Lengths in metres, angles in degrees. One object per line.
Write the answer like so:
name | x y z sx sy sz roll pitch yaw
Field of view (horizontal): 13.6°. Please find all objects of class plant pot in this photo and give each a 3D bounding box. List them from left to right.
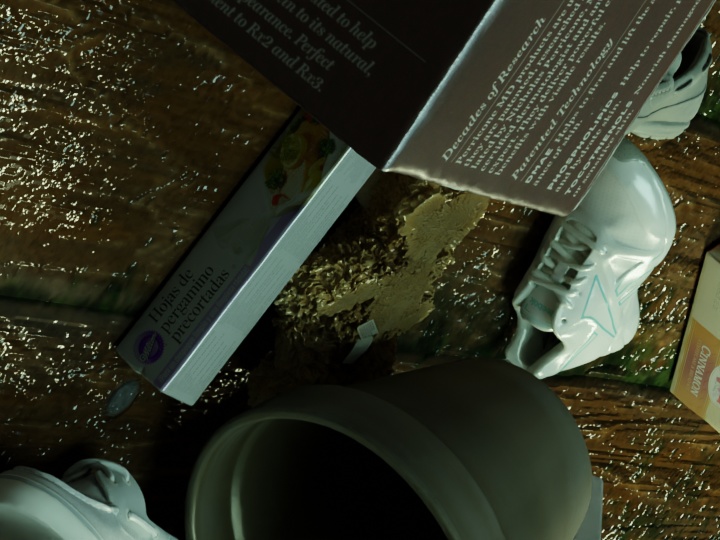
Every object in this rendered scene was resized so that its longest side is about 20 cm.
plant pot | 0.032 0.134 1.642 0.173 0.200 0.201 -31 149 -47

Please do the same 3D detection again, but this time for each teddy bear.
teddy bear | 0.000 0.000 1.635 0.144 0.067 0.200 -23 151 -28

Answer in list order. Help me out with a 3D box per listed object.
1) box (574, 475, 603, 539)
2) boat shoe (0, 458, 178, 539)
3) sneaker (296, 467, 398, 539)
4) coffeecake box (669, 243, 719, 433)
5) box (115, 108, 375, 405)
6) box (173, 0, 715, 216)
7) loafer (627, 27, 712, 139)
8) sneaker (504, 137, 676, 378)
box | 0.085 0.214 1.892 0.200 0.101 0.113 -80 -169 -58
boat shoe | -0.139 0.135 1.576 0.200 0.072 0.069 48 56 -55
sneaker | -0.053 0.139 1.739 0.200 0.074 0.087 -46 -172 -27
coffeecake box | 0.323 0.010 2.152 0.200 0.073 0.154 -34 150 -31
box | -0.046 -0.023 1.540 0.200 0.039 0.041 -53 153 4
box | 0.044 -0.144 1.374 0.165 0.166 0.200 -56 154 13
loafer | 0.146 -0.114 1.708 0.200 0.070 0.070 -11 130 -64
sneaker | 0.138 -0.001 1.839 0.080 0.070 0.201 -32 150 -29
